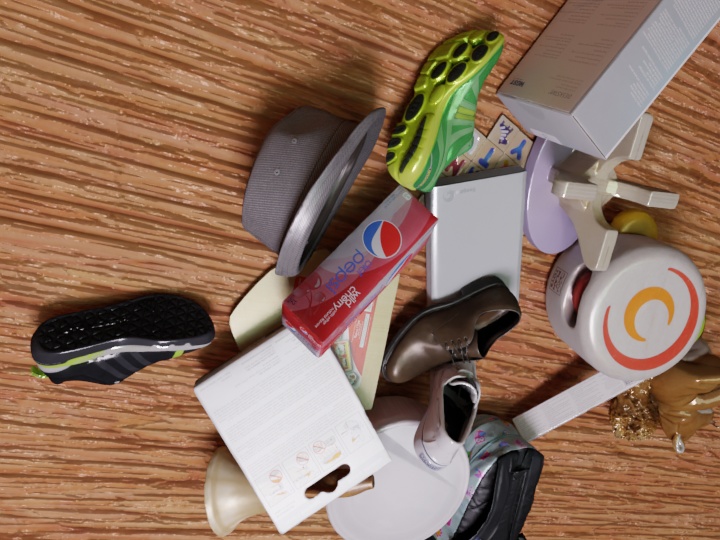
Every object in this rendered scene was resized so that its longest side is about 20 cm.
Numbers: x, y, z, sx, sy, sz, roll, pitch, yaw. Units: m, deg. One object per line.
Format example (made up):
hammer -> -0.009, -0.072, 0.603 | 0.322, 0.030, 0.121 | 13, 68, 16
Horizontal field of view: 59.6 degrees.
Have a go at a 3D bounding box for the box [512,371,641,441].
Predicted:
box -> 0.320, 0.191, 0.928 | 0.198, 0.042, 0.039 | -34, 157, 13

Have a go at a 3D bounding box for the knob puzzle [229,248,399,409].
knob puzzle -> -0.064, 0.071, 0.777 | 0.213, 0.030, 0.226 | -2, 100, -12

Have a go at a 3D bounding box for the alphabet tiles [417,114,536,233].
alphabet tiles -> 0.153, -0.107, 0.800 | 0.198, 0.008, 0.169 | 31, 98, -28

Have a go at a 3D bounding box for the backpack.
backpack -> 0.176, 0.317, 0.913 | 0.164, 0.126, 0.205 | 4, 111, -37

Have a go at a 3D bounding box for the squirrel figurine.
squirrel figurine -> 0.474, 0.193, 0.988 | 0.195, 0.143, 0.190 | -14, 127, 2

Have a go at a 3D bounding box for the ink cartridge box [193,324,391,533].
ink cartridge box -> -0.077, 0.174, 0.740 | 0.160, 0.050, 0.203 | -31, 98, -5

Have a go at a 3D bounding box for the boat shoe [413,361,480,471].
boat shoe -> 0.124, 0.159, 0.794 | 0.073, 0.202, 0.066 | 33, 128, -9

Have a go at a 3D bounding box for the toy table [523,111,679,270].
toy table -> 0.287, -0.105, 0.782 | 0.179, 0.117, 0.205 | -9, 114, -19

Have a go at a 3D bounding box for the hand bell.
hand bell -> -0.079, 0.262, 0.765 | 0.195, 0.105, 0.106 | -8, 117, 13

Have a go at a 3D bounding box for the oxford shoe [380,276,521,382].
oxford shoe -> 0.113, 0.086, 0.792 | 0.198, 0.085, 0.073 | -34, 123, 3

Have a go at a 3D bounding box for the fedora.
fedora -> -0.060, -0.098, 0.655 | 0.089, 0.177, 0.203 | 29, 82, 1

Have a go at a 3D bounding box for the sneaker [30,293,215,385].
sneaker -> -0.263, 0.083, 0.704 | 0.195, 0.073, 0.084 | -4, 137, -17

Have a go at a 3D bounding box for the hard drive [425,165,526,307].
hard drive -> 0.147, -0.024, 0.813 | 0.128, 0.026, 0.205 | -11, 118, -13

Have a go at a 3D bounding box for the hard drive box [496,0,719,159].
hard drive box -> 0.272, -0.243, 0.705 | 0.076, 0.156, 0.201 | 36, 97, -29

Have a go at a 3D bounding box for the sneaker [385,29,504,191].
sneaker -> 0.099, -0.183, 0.719 | 0.083, 0.074, 0.203 | 31, 91, -52

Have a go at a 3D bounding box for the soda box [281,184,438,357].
soda box -> 0.000, 0.000, 0.705 | 0.063, 0.070, 0.200 | 40, 69, 9

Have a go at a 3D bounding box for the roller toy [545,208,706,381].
roller toy -> 0.352, 0.039, 0.857 | 0.180, 0.140, 0.203 | -30, 109, 0

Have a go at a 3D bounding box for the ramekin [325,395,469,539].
ramekin -> 0.042, 0.265, 0.853 | 0.197, 0.094, 0.208 | -5, 112, -12
